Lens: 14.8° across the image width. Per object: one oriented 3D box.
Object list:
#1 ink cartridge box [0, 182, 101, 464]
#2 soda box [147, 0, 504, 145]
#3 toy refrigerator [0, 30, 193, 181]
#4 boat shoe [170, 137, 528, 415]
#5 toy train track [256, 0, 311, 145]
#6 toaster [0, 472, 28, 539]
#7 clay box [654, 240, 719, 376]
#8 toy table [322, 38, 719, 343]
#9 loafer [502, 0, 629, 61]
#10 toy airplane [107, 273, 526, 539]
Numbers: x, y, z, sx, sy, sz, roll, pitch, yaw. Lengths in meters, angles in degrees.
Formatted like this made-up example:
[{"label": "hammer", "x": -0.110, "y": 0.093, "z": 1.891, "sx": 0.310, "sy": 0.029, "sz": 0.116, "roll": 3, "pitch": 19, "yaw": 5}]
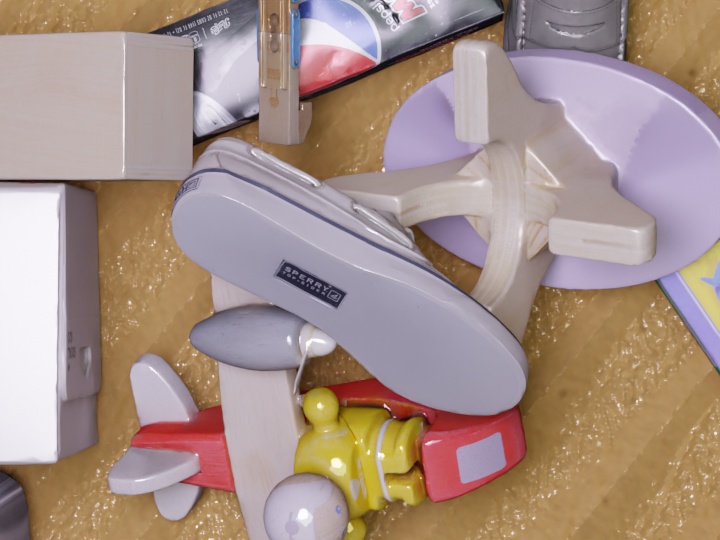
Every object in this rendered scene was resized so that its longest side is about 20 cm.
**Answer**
[{"label": "ink cartridge box", "x": -0.243, "y": 0.026, "z": 1.463, "sx": 0.199, "sy": 0.147, "sz": 0.146, "roll": 0, "pitch": 91, "yaw": 2}, {"label": "soda box", "x": -0.024, "y": -0.128, "z": 1.490, "sx": 0.199, "sy": 0.071, "sz": 0.064, "roll": -22, "pitch": 91, "yaw": 3}, {"label": "toy refrigerator", "x": -0.185, "y": -0.085, "z": 1.460, "sx": 0.199, "sy": 0.070, "sz": 0.076, "roll": 1, "pitch": 91, "yaw": 31}, {"label": "boat shoe", "x": 0.000, "y": 0.000, "z": 1.382, "sx": 0.199, "sy": 0.066, "sz": 0.072, "roll": 27, "pitch": 133, "yaw": -5}, {"label": "toy train track", "x": -0.034, "y": -0.167, "z": 1.432, "sx": 0.114, "sy": 0.032, "sz": 0.201, "roll": 9, "pitch": 103, "yaw": 42}, {"label": "toaster", "x": -0.263, "y": 0.199, "z": 1.475, "sx": 0.199, "sy": 0.119, "sz": 0.182, "roll": 3, "pitch": 92, "yaw": 2}, {"label": "clay box", "x": 0.253, "y": -0.034, "z": 1.494, "sx": 0.200, "sy": 0.048, "sz": 0.115, "roll": -35, "pitch": 90, "yaw": 3}, {"label": "toy table", "x": 0.085, "y": -0.041, "z": 1.430, "sx": 0.199, "sy": 0.117, "sz": 0.185, "roll": -5, "pitch": 106, "yaw": 29}, {"label": "loafer", "x": 0.111, "y": -0.146, "z": 1.485, "sx": 0.069, "sy": 0.070, "sz": 0.201, "roll": -2, "pitch": 91, "yaw": 2}, {"label": "toy airplane", "x": -0.039, "y": 0.103, "z": 1.458, "sx": 0.200, "sy": 0.141, "sz": 0.199, "roll": 35, "pitch": 114, "yaw": -14}]
